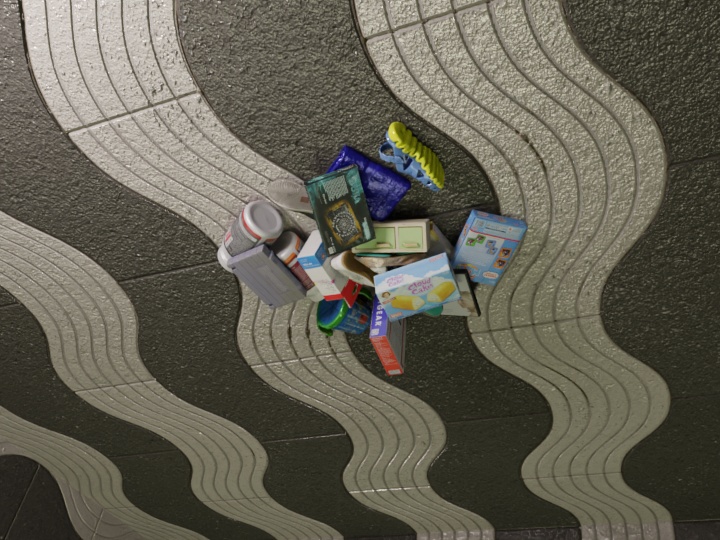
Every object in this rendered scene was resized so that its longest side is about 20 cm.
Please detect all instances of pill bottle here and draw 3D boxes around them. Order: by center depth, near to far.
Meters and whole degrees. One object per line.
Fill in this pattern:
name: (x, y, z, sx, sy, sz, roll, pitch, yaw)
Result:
pill bottle: (-0.300, -0.084, 1.676, 0.115, 0.117, 0.200, 29, 133, -21)
pill bottle: (-0.166, -0.005, 1.741, 0.112, 0.114, 0.200, -22, 129, 28)

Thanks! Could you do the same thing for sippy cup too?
sippy cup: (-0.042, 0.125, 1.858, 0.130, 0.141, 0.177, 27, 159, -33)

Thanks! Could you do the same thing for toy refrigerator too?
toy refrigerator: (0.077, -0.088, 1.612, 0.197, 0.070, 0.077, 0, 102, 15)

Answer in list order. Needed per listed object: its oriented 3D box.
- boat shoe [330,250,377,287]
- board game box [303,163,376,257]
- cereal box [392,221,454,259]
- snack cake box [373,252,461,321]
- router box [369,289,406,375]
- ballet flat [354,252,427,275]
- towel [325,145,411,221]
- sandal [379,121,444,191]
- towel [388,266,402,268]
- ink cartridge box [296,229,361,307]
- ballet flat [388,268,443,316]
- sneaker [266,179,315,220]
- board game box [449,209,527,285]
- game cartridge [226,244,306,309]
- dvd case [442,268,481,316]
boat shoe: (0.000, 0.000, 1.696, 0.069, 0.072, 0.199, -11, 151, 41)
board game box: (-0.047, -0.143, 1.522, 0.134, 0.028, 0.202, -20, 121, -8)
cereal box: (0.189, -0.035, 1.715, 0.143, 0.040, 0.200, -23, 130, 29)
snack cake box: (0.147, 0.044, 1.606, 0.198, 0.068, 0.116, -19, 133, 13)
router box: (0.084, 0.169, 1.827, 0.048, 0.202, 0.181, -9, 133, 17)
ballet flat: (0.082, -0.016, 1.634, 0.197, 0.068, 0.068, -3, 98, -7)
towel: (0.009, -0.207, 1.552, 0.198, 0.050, 0.148, 25, 135, -17)
sandal: (0.119, -0.258, 1.472, 0.200, 0.080, 0.087, 42, 131, -20)
towel: (0.157, 0.051, 1.777, 0.143, 0.024, 0.201, 8, 146, 21)
ink cartridge box: (-0.077, -0.002, 1.706, 0.067, 0.117, 0.201, -9, 128, 35)
ballet flat: (0.140, 0.055, 1.707, 0.199, 0.064, 0.068, 34, 87, -12)
sneaker: (-0.142, -0.164, 1.604, 0.198, 0.076, 0.106, 19, 165, 11)
board game box: (0.325, -0.056, 1.645, 0.149, 0.037, 0.202, 11, 127, -14)
game cartridge: (-0.246, 0.019, 1.672, 0.128, 0.039, 0.200, -22, 130, 22)
dvd case: (0.243, 0.061, 1.716, 0.141, 0.018, 0.201, 2, 142, 26)
